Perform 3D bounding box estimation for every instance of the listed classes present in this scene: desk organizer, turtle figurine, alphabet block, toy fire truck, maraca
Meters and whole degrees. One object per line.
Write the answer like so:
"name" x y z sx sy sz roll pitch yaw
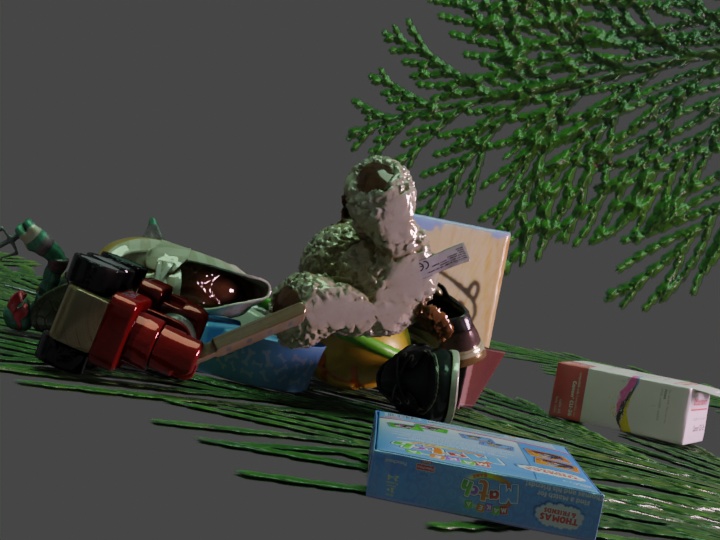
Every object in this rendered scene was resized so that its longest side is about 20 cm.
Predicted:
"desk organizer" 0.056 0.100 1.652 0.199 0.072 0.077 13 0 38
"turtle figurine" -0.293 0.018 1.499 0.199 0.101 0.150 -15 -31 -15
"alphabet block" 0.064 0.028 1.916 0.194 0.201 0.196 10 2 -11
"toy fire truck" -0.159 0.050 1.301 0.199 0.129 0.176 23 1 1
"maraca" -0.027 0.064 1.555 0.137 0.107 0.200 30 -8 -41

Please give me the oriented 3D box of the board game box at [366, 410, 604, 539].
"board game box" 0.080 0.139 1.031 0.150 0.037 0.200 11 1 1

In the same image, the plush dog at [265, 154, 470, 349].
"plush dog" 0.000 0.000 1.413 0.160 0.201 0.172 34 -3 -25

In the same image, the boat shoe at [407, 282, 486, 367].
"boat shoe" 0.069 0.040 1.576 0.073 0.065 0.200 -18 27 -27

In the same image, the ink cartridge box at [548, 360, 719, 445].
"ink cartridge box" 0.331 0.155 1.698 0.199 0.068 0.116 10 1 25

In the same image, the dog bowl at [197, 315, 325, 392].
"dog bowl" -0.129 0.078 1.471 0.199 0.050 0.111 12 1 33

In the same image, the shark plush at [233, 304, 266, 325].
"shark plush" -0.131 0.067 1.648 0.199 0.091 0.083 6 -27 -18

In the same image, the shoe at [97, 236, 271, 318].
"shoe" -0.174 0.008 1.470 0.199 0.070 0.053 12 -8 -44

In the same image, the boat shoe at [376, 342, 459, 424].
"boat shoe" 0.050 0.104 1.395 0.066 0.075 0.199 9 1 -6
